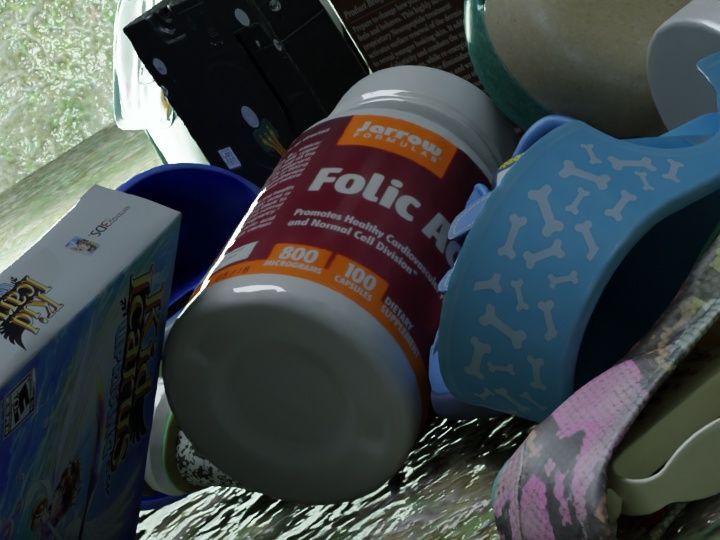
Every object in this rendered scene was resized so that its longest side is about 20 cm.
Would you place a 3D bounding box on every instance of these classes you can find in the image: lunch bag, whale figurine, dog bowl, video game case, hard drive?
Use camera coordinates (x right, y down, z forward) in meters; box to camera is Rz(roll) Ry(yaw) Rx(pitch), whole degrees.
[{"bbox_3d":[-0.084,-0.114,1.777,0.122,0.200,0.170,-35,12,-16],"label":"lunch bag"},{"bbox_3d":[0.141,-0.111,1.242,0.200,0.159,0.104,1,-23,-22],"label":"whale figurine"},{"bbox_3d":[0.108,-0.007,0.973,0.050,0.112,0.200,30,36,30],"label":"dog bowl"},{"bbox_3d":[-0.134,0.092,1.075,0.045,0.200,0.181,16,28,12],"label":"video game case"},{"bbox_3d":[-0.028,-0.063,1.387,0.038,0.200,0.140,-38,12,-28],"label":"hard drive"}]

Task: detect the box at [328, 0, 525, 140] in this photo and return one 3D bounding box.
[{"bbox_3d":[0.064,-0.110,1.334,0.100,0.200,0.075,-20,16,48],"label":"box"}]

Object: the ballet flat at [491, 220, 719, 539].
[{"bbox_3d":[0.127,0.034,0.909,0.071,0.069,0.200,11,45,48],"label":"ballet flat"}]

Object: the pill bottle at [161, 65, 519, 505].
[{"bbox_3d":[0.000,0.000,1.189,0.114,0.114,0.200,-25,22,34],"label":"pill bottle"}]

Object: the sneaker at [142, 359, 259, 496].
[{"bbox_3d":[-0.016,0.053,1.261,0.089,0.077,0.200,19,43,36],"label":"sneaker"}]

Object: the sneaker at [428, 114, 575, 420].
[{"bbox_3d":[0.068,0.000,1.122,0.074,0.082,0.200,-7,21,18],"label":"sneaker"}]

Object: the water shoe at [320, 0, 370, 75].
[{"bbox_3d":[-0.033,-0.079,1.468,0.079,0.200,0.072,-7,18,9],"label":"water shoe"}]

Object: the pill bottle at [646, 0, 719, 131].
[{"bbox_3d":[0.224,-0.117,1.150,0.200,0.114,0.114,-36,11,-22],"label":"pill bottle"}]

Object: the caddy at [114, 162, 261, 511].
[{"bbox_3d":[-0.107,0.035,1.337,0.200,0.141,0.105,-40,8,-34],"label":"caddy"}]
